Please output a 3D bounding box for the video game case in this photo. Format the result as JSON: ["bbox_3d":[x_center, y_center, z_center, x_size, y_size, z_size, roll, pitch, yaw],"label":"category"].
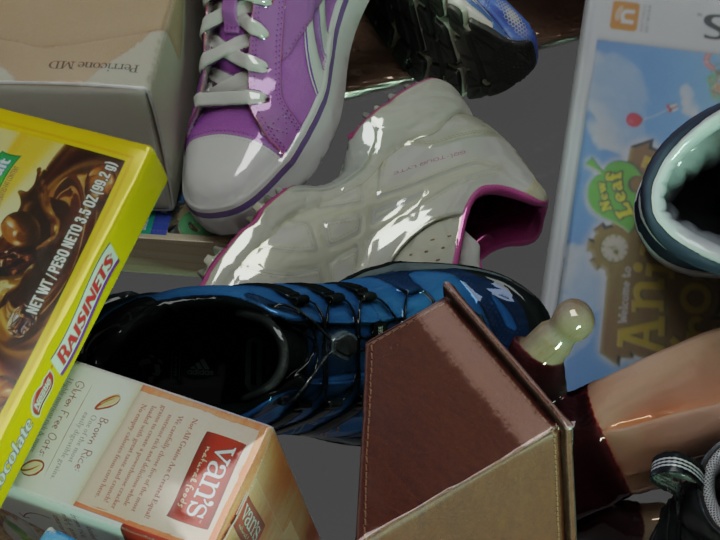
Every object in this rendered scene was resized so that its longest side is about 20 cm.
[{"bbox_3d":[0.167,-0.012,0.866,0.181,0.022,0.202,8,89,13],"label":"video game case"}]

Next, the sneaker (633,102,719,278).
[{"bbox_3d":[0.197,-0.036,0.794,0.198,0.108,0.071,-11,84,12],"label":"sneaker"}]

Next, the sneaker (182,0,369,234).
[{"bbox_3d":[-0.054,-0.124,0.951,0.072,0.114,0.202,0,62,36],"label":"sneaker"}]

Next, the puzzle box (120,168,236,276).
[{"bbox_3d":[-0.094,-0.080,1.033,0.132,0.026,0.201,3,48,9],"label":"puzzle box"}]

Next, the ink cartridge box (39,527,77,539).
[{"bbox_3d":[-0.096,0.214,0.695,0.128,0.126,0.200,20,53,23],"label":"ink cartridge box"}]

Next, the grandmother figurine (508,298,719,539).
[{"bbox_3d":[0.095,0.065,0.825,0.199,0.122,0.061,-22,18,15],"label":"grandmother figurine"}]

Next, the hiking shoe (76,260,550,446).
[{"bbox_3d":[-0.018,0.038,0.837,0.198,0.075,0.087,-6,2,-7],"label":"hiking shoe"}]

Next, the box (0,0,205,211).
[{"bbox_3d":[-0.117,-0.125,1.005,0.094,0.078,0.201,2,48,7],"label":"box"}]

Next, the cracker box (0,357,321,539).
[{"bbox_3d":[-0.117,0.082,0.808,0.199,0.134,0.058,16,63,20],"label":"cracker box"}]

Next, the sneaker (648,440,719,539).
[{"bbox_3d":[0.194,0.112,0.768,0.198,0.114,0.076,9,49,13],"label":"sneaker"}]

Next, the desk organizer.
[{"bbox_3d":[0.024,0.107,0.731,0.077,0.201,0.072,-27,51,-16],"label":"desk organizer"}]

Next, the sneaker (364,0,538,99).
[{"bbox_3d":[0.036,-0.163,1.061,0.089,0.079,0.200,-25,50,-14],"label":"sneaker"}]

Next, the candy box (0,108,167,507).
[{"bbox_3d":[-0.154,0.031,0.752,0.102,0.026,0.201,13,63,22],"label":"candy box"}]

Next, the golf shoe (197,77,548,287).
[{"bbox_3d":[0.000,0.000,0.920,0.091,0.076,0.200,37,65,21],"label":"golf shoe"}]
